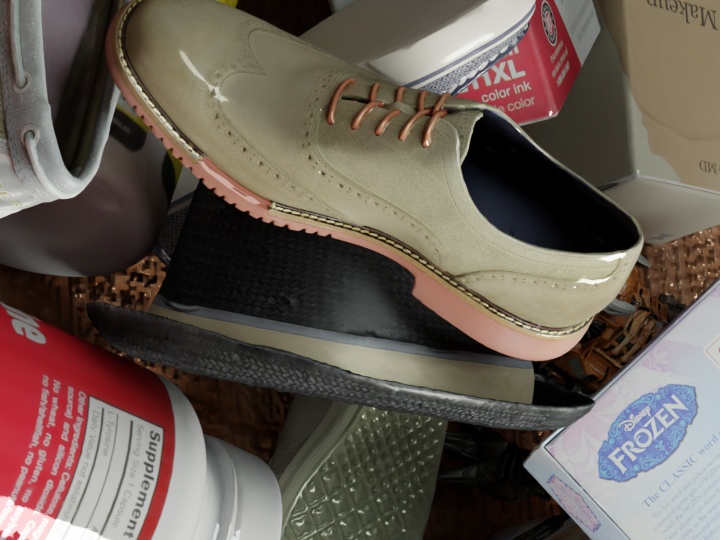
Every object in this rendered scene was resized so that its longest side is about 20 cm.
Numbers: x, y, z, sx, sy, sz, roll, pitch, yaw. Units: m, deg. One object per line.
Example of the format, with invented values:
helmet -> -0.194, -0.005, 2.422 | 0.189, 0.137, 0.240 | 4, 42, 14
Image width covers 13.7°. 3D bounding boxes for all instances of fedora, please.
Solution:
fedora -> 0.000, 0.000, 1.118 | 0.200, 0.200, 0.092 | 9, 92, -38

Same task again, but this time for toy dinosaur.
toy dinosaur -> 0.111, 0.057, 1.281 | 0.102, 0.135, 0.201 | -51, 126, -45

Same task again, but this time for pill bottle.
pill bottle -> -0.130, 0.073, 1.096 | 0.199, 0.112, 0.113 | 26, 61, -32
pill bottle -> -0.106, -0.109, 1.174 | 0.114, 0.114, 0.201 | 34, 57, -28

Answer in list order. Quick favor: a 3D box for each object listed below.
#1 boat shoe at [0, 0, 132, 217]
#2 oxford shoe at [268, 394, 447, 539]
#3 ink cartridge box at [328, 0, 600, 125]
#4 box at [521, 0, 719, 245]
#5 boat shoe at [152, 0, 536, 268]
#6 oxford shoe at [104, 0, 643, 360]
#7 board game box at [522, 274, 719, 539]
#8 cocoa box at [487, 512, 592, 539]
boat shoe -> -0.101, -0.112, 1.058 | 0.074, 0.064, 0.203 | 41, 54, -43
oxford shoe -> -0.006, 0.071, 1.246 | 0.075, 0.058, 0.201 | 29, 74, -38
ink cartridge box -> 0.028, -0.168, 1.264 | 0.146, 0.082, 0.201 | -58, 133, -67
box -> 0.127, -0.121, 1.400 | 0.095, 0.078, 0.201 | 9, 70, -39
boat shoe -> 0.000, -0.047, 1.204 | 0.093, 0.199, 0.075 | 54, 25, -23
oxford shoe -> 0.008, -0.047, 1.027 | 0.199, 0.074, 0.071 | 28, 54, -10
board game box -> 0.203, 0.081, 1.185 | 0.200, 0.041, 0.200 | -41, 85, -16
cocoa box -> 0.072, 0.194, 1.217 | 0.200, 0.131, 0.134 | -32, 97, -42
